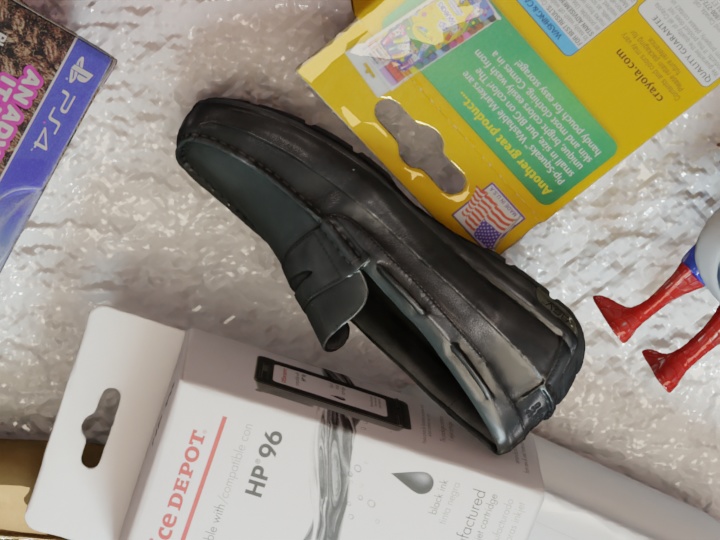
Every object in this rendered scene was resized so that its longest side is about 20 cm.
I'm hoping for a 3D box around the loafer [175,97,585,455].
[{"bbox_3d":[0.000,0.000,1.100,0.201,0.068,0.070,36,68,7],"label":"loafer"}]

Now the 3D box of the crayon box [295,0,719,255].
[{"bbox_3d":[0.086,-0.112,1.094,0.200,0.052,0.126,-39,111,13],"label":"crayon box"}]

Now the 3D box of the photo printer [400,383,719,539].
[{"bbox_3d":[0.074,0.160,1.207,0.200,0.069,0.166,24,110,-13],"label":"photo printer"}]

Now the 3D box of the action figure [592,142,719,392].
[{"bbox_3d":[0.193,-0.033,1.139,0.200,0.052,0.065,-39,117,8],"label":"action figure"}]

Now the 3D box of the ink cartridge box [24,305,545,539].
[{"bbox_3d":[-0.036,0.102,1.106,0.200,0.068,0.116,17,107,-6],"label":"ink cartridge box"}]

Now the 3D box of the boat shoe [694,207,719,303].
[{"bbox_3d":[0.229,0.032,1.112,0.200,0.091,0.071,28,109,-39],"label":"boat shoe"}]

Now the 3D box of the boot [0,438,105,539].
[{"bbox_3d":[-0.137,0.083,1.168,0.200,0.066,0.175,8,121,-9],"label":"boot"}]

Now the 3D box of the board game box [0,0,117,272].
[{"bbox_3d":[-0.227,-0.061,1.040,0.200,0.097,0.159,30,80,-15],"label":"board game box"}]
